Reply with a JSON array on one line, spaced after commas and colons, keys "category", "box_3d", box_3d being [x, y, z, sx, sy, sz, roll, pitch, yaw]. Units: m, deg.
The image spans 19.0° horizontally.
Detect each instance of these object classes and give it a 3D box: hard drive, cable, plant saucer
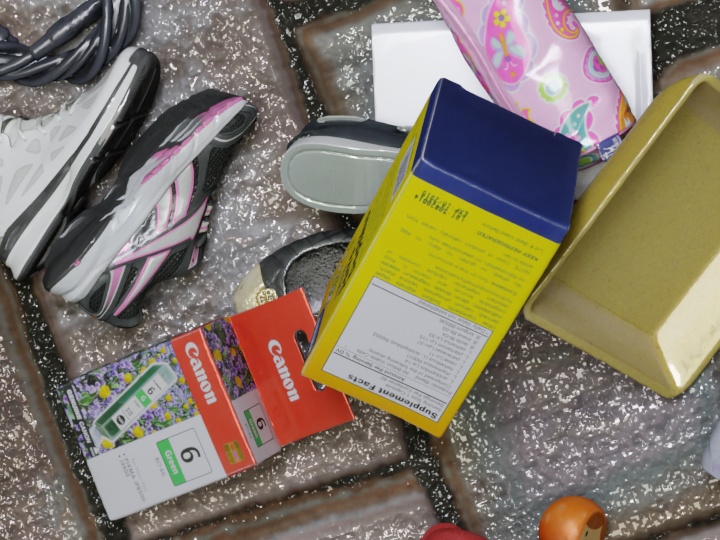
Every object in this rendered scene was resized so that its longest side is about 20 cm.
[{"category": "hard drive", "box_3d": [0.110, -0.116, 1.546, 0.199, 0.025, 0.133, -2, 94, 9]}, {"category": "cable", "box_3d": [-0.257, -0.219, 1.593, 0.199, 0.051, 0.164, 1, 99, 5]}, {"category": "plant saucer", "box_3d": [0.212, -0.028, 1.478, 0.200, 0.200, 0.048, -54, 45, 8]}]

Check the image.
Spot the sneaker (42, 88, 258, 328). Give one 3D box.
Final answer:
[{"category": "sneaker", "box_3d": [-0.141, -0.043, 1.578, 0.200, 0.080, 0.086, -47, 117, 2]}]

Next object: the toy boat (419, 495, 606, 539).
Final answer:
[{"category": "toy boat", "box_3d": [0.138, 0.221, 1.532, 0.199, 0.131, 0.131, 26, 69, 7]}]

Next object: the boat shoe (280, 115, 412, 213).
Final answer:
[{"category": "boat shoe", "box_3d": [0.046, -0.068, 1.515, 0.199, 0.060, 0.076, 17, 124, 4]}]

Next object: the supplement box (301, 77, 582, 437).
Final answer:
[{"category": "supplement box", "box_3d": [0.054, -0.007, 1.446, 0.108, 0.110, 0.200, 25, 125, -6]}]

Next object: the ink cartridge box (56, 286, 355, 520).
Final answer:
[{"category": "ink cartridge box", "box_3d": [-0.114, 0.097, 1.564, 0.199, 0.050, 0.109, -22, 90, 25]}]

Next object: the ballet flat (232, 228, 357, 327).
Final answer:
[{"category": "ballet flat", "box_3d": [0.000, 0.000, 1.556, 0.199, 0.057, 0.067, -14, 95, 11]}]

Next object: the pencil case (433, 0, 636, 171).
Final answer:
[{"category": "pencil case", "box_3d": [0.110, -0.155, 1.486, 0.087, 0.087, 0.201, -32, 88, 10]}]

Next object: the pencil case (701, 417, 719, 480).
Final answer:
[{"category": "pencil case", "box_3d": [0.312, 0.070, 1.496, 0.090, 0.083, 0.201, 24, 97, 20]}]

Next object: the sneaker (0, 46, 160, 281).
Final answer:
[{"category": "sneaker", "box_3d": [-0.238, -0.101, 1.573, 0.115, 0.076, 0.201, 37, 107, 4]}]
